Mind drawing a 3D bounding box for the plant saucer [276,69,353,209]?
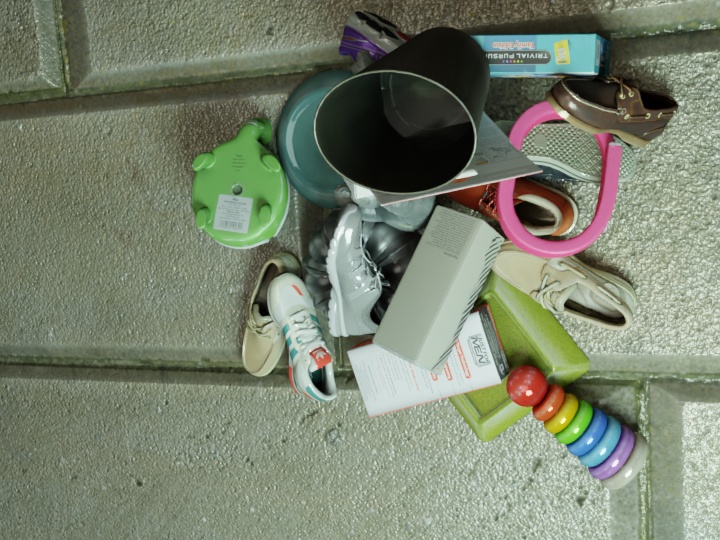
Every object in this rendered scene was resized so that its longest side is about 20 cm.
[{"bbox_3d":[-0.039,-0.185,1.316,0.199,0.036,0.202,4,100,21],"label":"plant saucer"}]

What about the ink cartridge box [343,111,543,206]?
[{"bbox_3d":[0.085,-0.122,1.077,0.199,0.177,0.045,-12,128,-14],"label":"ink cartridge box"}]

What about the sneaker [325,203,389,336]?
[{"bbox_3d":[0.000,0.000,1.217,0.081,0.075,0.201,5,127,8],"label":"sneaker"}]

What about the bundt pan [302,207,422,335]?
[{"bbox_3d":[0.005,0.004,1.299,0.200,0.076,0.204,6,108,19],"label":"bundt pan"}]

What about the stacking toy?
[{"bbox_3d":[0.276,0.197,1.204,0.200,0.085,0.086,37,111,-4],"label":"stacking toy"}]

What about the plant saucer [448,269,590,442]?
[{"bbox_3d":[0.179,0.116,1.274,0.199,0.048,0.200,-41,83,22],"label":"plant saucer"}]

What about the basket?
[{"bbox_3d":[0.066,-0.189,1.026,0.179,0.200,0.137,3,120,22],"label":"basket"}]

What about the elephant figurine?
[{"bbox_3d":[0.053,-0.165,1.217,0.141,0.155,0.201,10,75,23],"label":"elephant figurine"}]

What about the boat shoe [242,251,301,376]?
[{"bbox_3d":[-0.145,0.070,1.385,0.072,0.065,0.201,23,107,16],"label":"boat shoe"}]

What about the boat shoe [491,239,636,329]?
[{"bbox_3d":[0.259,0.019,1.190,0.199,0.065,0.073,24,123,7],"label":"boat shoe"}]

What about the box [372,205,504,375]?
[{"bbox_3d":[0.101,0.025,1.181,0.082,0.068,0.201,24,85,39],"label":"box"}]

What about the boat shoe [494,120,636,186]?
[{"bbox_3d":[0.254,-0.150,1.185,0.198,0.062,0.075,9,77,5],"label":"boat shoe"}]

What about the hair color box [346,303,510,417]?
[{"bbox_3d":[0.092,0.124,1.251,0.199,0.061,0.102,-18,91,24],"label":"hair color box"}]

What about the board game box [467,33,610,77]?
[{"bbox_3d":[0.201,-0.265,1.143,0.199,0.151,0.047,5,101,21],"label":"board game box"}]

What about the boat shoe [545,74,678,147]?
[{"bbox_3d":[0.303,-0.202,1.095,0.070,0.199,0.071,-46,56,36],"label":"boat shoe"}]

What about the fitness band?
[{"bbox_3d":[0.242,-0.113,1.128,0.142,0.037,0.202,11,77,4],"label":"fitness band"}]

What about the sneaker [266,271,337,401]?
[{"bbox_3d":[-0.074,0.099,1.330,0.093,0.070,0.201,16,123,57],"label":"sneaker"}]

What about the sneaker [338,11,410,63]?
[{"bbox_3d":[0.053,-0.272,1.255,0.200,0.080,0.084,42,125,20],"label":"sneaker"}]

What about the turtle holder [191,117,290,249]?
[{"bbox_3d":[-0.172,-0.121,1.322,0.140,0.132,0.187,-21,79,3],"label":"turtle holder"}]

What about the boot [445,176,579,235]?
[{"bbox_3d":[0.184,-0.098,1.204,0.199,0.107,0.076,21,108,19],"label":"boot"}]
